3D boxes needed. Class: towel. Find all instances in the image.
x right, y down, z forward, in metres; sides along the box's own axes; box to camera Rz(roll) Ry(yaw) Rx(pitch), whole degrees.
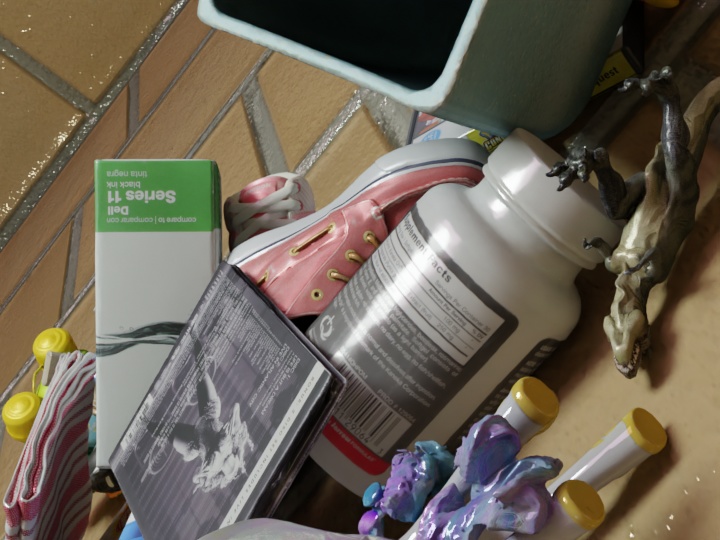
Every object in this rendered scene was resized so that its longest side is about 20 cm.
[{"bbox_3d":[-0.210,0.173,0.928,0.147,0.030,0.201,-81,0,-51],"label":"towel"}]

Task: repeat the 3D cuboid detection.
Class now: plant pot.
[{"bbox_3d":[0.064,-0.182,0.787,0.195,0.199,0.197,27,96,37],"label":"plant pot"}]

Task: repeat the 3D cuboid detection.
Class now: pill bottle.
[{"bbox_3d":[0.050,0.024,0.738,0.200,0.110,0.111,-49,20,15],"label":"pill bottle"}]

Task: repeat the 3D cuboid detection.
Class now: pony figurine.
[{"bbox_3d":[0.029,0.138,0.592,0.200,0.167,0.193,-48,-12,26],"label":"pony figurine"}]

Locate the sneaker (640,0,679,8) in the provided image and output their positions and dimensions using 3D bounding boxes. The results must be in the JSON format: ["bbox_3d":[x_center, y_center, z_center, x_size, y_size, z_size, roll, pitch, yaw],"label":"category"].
[{"bbox_3d":[0.238,-0.249,0.846,0.201,0.073,0.077,-54,42,11],"label":"sneaker"}]

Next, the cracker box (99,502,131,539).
[{"bbox_3d":[-0.173,0.249,0.964,0.201,0.058,0.134,-54,19,1],"label":"cracker box"}]

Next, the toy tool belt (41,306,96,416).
[{"bbox_3d":[-0.150,0.035,1.057,0.201,0.122,0.125,-56,13,-9],"label":"toy tool belt"}]

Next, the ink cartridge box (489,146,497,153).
[{"bbox_3d":[0.058,-0.021,0.897,0.173,0.044,0.200,-35,24,13],"label":"ink cartridge box"}]

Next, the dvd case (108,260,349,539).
[{"bbox_3d":[-0.082,0.088,0.757,0.150,0.016,0.200,-60,27,4],"label":"dvd case"}]

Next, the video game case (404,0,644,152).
[{"bbox_3d":[0.117,-0.160,0.952,0.180,0.026,0.201,-27,30,30],"label":"video game case"}]

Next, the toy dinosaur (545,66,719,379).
[{"bbox_3d":[0.147,-0.049,0.670,0.047,0.088,0.201,8,64,52],"label":"toy dinosaur"}]

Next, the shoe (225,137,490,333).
[{"bbox_3d":[0.000,0.000,0.823,0.199,0.072,0.092,-26,41,20],"label":"shoe"}]

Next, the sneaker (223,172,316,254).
[{"bbox_3d":[-0.065,-0.001,0.944,0.075,0.105,0.201,-12,27,12],"label":"sneaker"}]

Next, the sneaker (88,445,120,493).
[{"bbox_3d":[-0.181,0.102,1.157,0.201,0.079,0.074,-60,-23,-26],"label":"sneaker"}]

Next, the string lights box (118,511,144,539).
[{"bbox_3d":[-0.115,0.231,0.792,0.059,0.102,0.201,-27,33,49],"label":"string lights box"}]

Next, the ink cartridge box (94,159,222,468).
[{"bbox_3d":[-0.136,0.029,0.925,0.147,0.082,0.202,173,96,-85],"label":"ink cartridge box"}]

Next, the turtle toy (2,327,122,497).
[{"bbox_3d":[-0.235,0.121,1.221,0.100,0.147,0.201,0,46,16],"label":"turtle toy"}]
